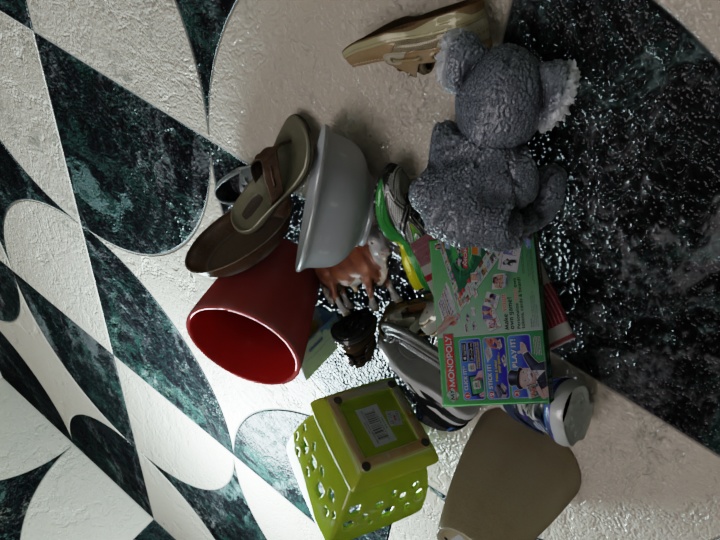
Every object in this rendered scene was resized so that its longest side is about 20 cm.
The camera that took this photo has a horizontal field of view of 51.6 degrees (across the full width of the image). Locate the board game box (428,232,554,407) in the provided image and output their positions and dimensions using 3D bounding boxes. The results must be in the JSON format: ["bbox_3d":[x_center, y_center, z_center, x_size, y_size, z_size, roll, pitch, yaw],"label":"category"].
[{"bbox_3d":[0.155,0.057,0.893,0.132,0.029,0.206,-7,85,27],"label":"board game box"}]

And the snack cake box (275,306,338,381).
[{"bbox_3d":[-0.140,0.112,1.345,0.197,0.115,0.068,14,134,38],"label":"snack cake box"}]

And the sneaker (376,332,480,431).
[{"bbox_3d":[0.092,0.187,1.201,0.199,0.073,0.113,41,144,12],"label":"sneaker"}]

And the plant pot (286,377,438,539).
[{"bbox_3d":[0.007,0.307,1.257,0.202,0.195,0.184,58,145,34],"label":"plant pot"}]

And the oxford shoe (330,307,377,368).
[{"bbox_3d":[-0.001,0.110,1.148,0.071,0.200,0.087,-12,92,5],"label":"oxford shoe"}]

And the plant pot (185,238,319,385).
[{"bbox_3d":[-0.158,0.055,1.210,0.196,0.180,0.203,14,142,11],"label":"plant pot"}]

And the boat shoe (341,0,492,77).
[{"bbox_3d":[0.059,-0.253,0.852,0.197,0.071,0.066,1,122,45],"label":"boat shoe"}]

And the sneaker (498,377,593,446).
[{"bbox_3d":[0.222,0.169,0.979,0.144,0.082,0.199,17,173,28],"label":"sneaker"}]

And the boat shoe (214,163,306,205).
[{"bbox_3d":[-0.164,-0.137,1.187,0.198,0.071,0.071,-6,117,47],"label":"boat shoe"}]

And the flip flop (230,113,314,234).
[{"bbox_3d":[-0.137,-0.138,1.095,0.201,0.057,0.082,-49,63,21],"label":"flip flop"}]

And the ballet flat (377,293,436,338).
[{"bbox_3d":[0.095,0.072,1.103,0.198,0.071,0.072,-15,111,51],"label":"ballet flat"}]

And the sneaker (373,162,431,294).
[{"bbox_3d":[0.084,-0.060,1.005,0.084,0.079,0.202,-6,126,41],"label":"sneaker"}]

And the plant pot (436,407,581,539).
[{"bbox_3d":[0.203,0.346,1.116,0.185,0.199,0.190,27,138,27],"label":"plant pot"}]

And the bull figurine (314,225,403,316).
[{"bbox_3d":[0.000,0.000,1.135,0.198,0.064,0.124,-9,101,53],"label":"bull figurine"}]

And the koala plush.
[{"bbox_3d":[0.142,-0.142,0.788,0.175,0.184,0.204,26,126,17],"label":"koala plush"}]

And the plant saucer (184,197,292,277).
[{"bbox_3d":[-0.187,-0.050,1.185,0.198,0.201,0.037,2,133,45],"label":"plant saucer"}]

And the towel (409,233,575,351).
[{"bbox_3d":[0.160,0.021,0.920,0.142,0.023,0.204,-30,76,23],"label":"towel"}]

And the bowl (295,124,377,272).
[{"bbox_3d":[-0.029,-0.090,1.026,0.088,0.205,0.203,11,141,-8],"label":"bowl"}]

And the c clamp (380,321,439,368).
[{"bbox_3d":[0.102,0.126,1.054,0.198,0.027,0.170,34,172,-15],"label":"c clamp"}]
